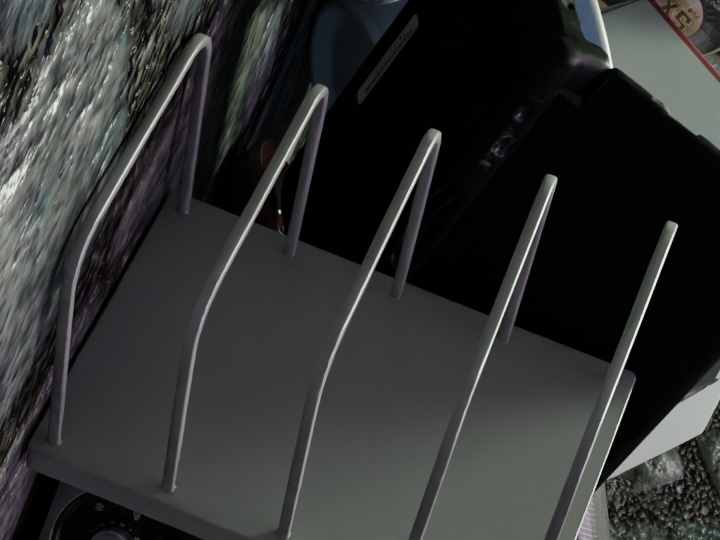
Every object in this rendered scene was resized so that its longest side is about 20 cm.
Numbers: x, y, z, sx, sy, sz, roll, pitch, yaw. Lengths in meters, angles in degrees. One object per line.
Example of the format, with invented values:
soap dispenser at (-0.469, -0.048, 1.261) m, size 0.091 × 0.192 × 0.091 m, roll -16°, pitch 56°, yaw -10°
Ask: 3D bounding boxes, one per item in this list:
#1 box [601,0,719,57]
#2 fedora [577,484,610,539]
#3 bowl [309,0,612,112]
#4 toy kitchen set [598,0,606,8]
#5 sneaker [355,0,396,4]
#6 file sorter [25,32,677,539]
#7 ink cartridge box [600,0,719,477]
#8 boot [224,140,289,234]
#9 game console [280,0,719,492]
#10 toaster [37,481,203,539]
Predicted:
box at (0.143, -0.232, 1.283) m, size 0.086 × 0.200 × 0.164 m, roll -22°, pitch -142°, yaw 54°
fedora at (0.069, 0.087, 1.199) m, size 0.177 × 0.090 × 0.201 m, roll -83°, pitch 169°, yaw -55°
bowl at (0.035, -0.091, 1.222) m, size 0.201 × 0.090 × 0.202 m, roll 166°, pitch -90°, yaw -69°
toy kitchen set at (0.156, -0.258, 1.514) m, size 0.201 × 0.180 × 0.163 m, roll -64°, pitch 177°, yaw 7°
sneaker at (0.037, -0.200, 1.092) m, size 0.201 × 0.074 × 0.082 m, roll -58°, pitch 171°, yaw -8°
file sorter at (0.001, 0.023, 0.928) m, size 0.125 × 0.199 × 0.139 m, roll 105°, pitch 9°, yaw -51°
ink cartridge box at (0.130, -0.013, 1.291) m, size 0.083 × 0.146 × 0.200 m, roll -22°, pitch 150°, yaw -28°
boot at (-0.064, 0.042, 1.175) m, size 0.075 × 0.096 × 0.201 m, roll -48°, pitch 132°, yaw -68°
game console at (0.067, -0.025, 1.044) m, size 0.200 × 0.116 × 0.176 m, roll -51°, pitch -147°, yaw 35°
toaster at (-0.081, 0.146, 1.080) m, size 0.200 × 0.118 × 0.182 m, roll -39°, pitch 152°, yaw -82°
